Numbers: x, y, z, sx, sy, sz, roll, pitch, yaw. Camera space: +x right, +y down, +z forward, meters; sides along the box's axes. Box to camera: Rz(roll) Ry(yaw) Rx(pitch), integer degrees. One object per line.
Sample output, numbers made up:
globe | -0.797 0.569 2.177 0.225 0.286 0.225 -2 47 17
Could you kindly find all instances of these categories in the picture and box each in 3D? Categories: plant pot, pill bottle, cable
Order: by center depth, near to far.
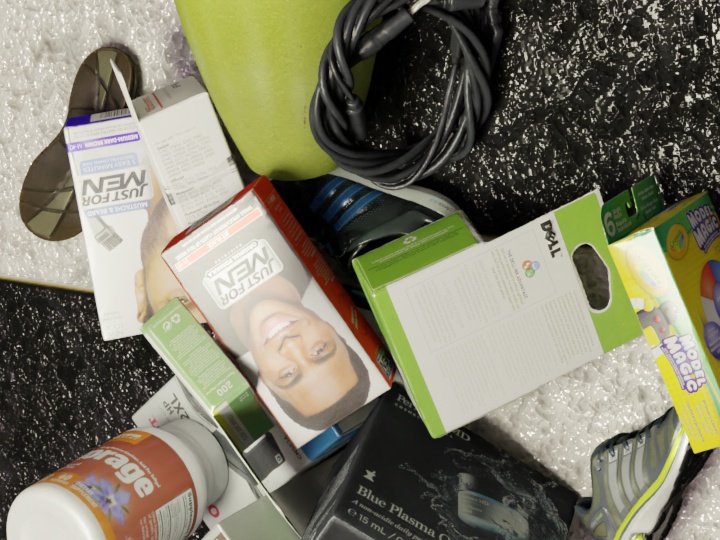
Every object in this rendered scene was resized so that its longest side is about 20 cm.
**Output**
cable | 0.035 -0.145 1.516 0.051 0.162 0.201 52 137 40
plant pot | -0.062 -0.183 1.563 0.186 0.187 0.202 16 128 28
pill bottle | -0.208 0.206 1.659 0.111 0.200 0.113 12 114 30

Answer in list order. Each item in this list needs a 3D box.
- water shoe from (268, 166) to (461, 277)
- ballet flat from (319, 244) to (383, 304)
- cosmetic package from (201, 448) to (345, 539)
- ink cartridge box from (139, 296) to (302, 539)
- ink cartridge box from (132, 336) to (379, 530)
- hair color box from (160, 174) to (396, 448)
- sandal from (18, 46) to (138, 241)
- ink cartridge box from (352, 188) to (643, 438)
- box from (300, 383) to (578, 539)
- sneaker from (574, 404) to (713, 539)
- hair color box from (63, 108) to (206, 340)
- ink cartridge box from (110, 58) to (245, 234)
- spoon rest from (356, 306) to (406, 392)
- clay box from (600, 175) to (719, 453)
water shoe | -0.010 -0.039 1.602 0.198 0.079 0.072 9 143 22
ballet flat | 0.000 0.000 1.645 0.198 0.067 0.064 15 83 26
cosmetic package | -0.070 0.248 1.685 0.090 0.199 0.107 50 129 9
ink cartridge box | -0.100 0.128 1.591 0.048 0.146 0.200 -39 72 -6
ink cartridge box | -0.097 0.131 1.736 0.200 0.084 0.146 -41 82 36
hair color box | -0.066 0.034 1.562 0.101 0.061 0.201 -34 99 14
sandal | -0.258 -0.118 1.782 0.081 0.055 0.202 26 104 16
ink cartridge box | 0.115 0.024 1.535 0.198 0.076 0.149 -25 116 -3
box | 0.059 0.231 1.566 0.196 0.200 0.118 31 122 -2
sneaker | 0.232 0.154 1.538 0.081 0.074 0.201 35 120 22
hair color box | -0.201 -0.047 1.728 0.108 0.065 0.202 -10 105 -3
ink cartridge box | -0.147 -0.096 1.631 0.067 0.116 0.202 -23 107 -6
spoon rest | 0.008 0.065 1.631 0.198 0.061 0.100 12 147 1
clay box | 0.257 0.025 1.450 0.047 0.115 0.202 -20 95 35
